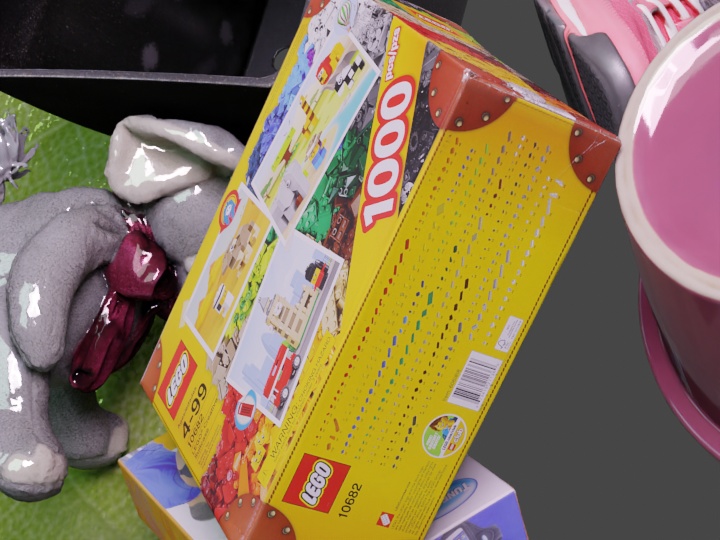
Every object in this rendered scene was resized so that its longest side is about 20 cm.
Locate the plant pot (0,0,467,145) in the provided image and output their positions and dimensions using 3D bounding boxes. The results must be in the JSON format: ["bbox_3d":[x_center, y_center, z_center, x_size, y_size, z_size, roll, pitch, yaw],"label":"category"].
[{"bbox_3d":[-0.047,-0.146,0.883,0.198,0.177,0.202,5,70,33],"label":"plant pot"}]

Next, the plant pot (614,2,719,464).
[{"bbox_3d":[0.188,-0.014,0.680,0.198,0.179,0.202,-12,63,25],"label":"plant pot"}]

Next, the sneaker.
[{"bbox_3d":[0.126,-0.110,0.777,0.086,0.074,0.200,-19,15,10],"label":"sneaker"}]

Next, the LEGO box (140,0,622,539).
[{"bbox_3d":[0.000,0.000,0.700,0.202,0.077,0.149,-65,30,12],"label":"LEGO box"}]

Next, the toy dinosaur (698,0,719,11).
[{"bbox_3d":[0.240,-0.154,0.776,0.197,0.086,0.137,-4,76,3],"label":"toy dinosaur"}]

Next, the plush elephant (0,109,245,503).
[{"bbox_3d":[-0.108,0.001,0.859,0.153,0.165,0.202,-13,82,5],"label":"plush elephant"}]

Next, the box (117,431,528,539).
[{"bbox_3d":[-0.016,0.107,0.765,0.118,0.042,0.200,-29,28,-19],"label":"box"}]
